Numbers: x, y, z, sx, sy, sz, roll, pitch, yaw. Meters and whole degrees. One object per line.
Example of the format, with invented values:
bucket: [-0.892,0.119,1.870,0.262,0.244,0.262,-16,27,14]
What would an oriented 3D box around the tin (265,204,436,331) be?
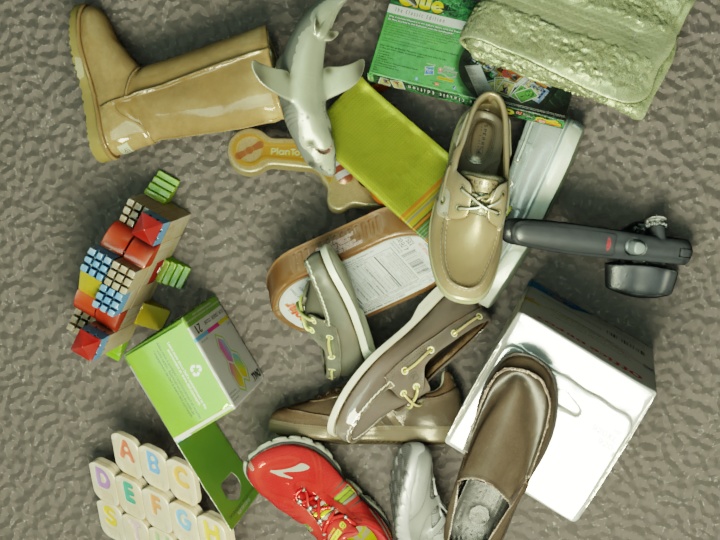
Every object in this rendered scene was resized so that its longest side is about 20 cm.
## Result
tin: [0.000,0.000,1.636,0.198,0.042,0.112,-24,137,17]

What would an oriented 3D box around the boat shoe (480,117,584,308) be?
boat shoe: [0.149,-0.065,1.629,0.071,0.070,0.203,27,96,10]

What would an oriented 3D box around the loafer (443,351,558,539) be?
loafer: [0.123,0.172,1.456,0.072,0.071,0.202,16,102,8]

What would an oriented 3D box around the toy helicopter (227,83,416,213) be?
toy helicopter: [-0.033,-0.123,1.642,0.197,0.079,0.134,3,78,0]

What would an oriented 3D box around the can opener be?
can opener: [0.229,-0.024,1.586,0.198,0.063,0.080,11,82,-24]

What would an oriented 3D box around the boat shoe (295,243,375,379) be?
boat shoe: [-0.028,0.046,1.599,0.060,0.202,0.073,-18,57,2]

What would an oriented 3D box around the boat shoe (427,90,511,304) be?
boat shoe: [0.106,-0.070,1.541,0.071,0.065,0.202,11,69,-2]

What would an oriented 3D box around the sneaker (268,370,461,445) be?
sneaker: [0.005,0.138,1.688,0.197,0.070,0.077,1,80,6]

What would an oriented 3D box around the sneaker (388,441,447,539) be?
sneaker: [0.074,0.258,1.677,0.081,0.075,0.202,-7,118,-2]

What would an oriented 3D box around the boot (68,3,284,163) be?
boot: [-0.182,-0.207,1.656,0.198,0.066,0.177,-15,80,11]

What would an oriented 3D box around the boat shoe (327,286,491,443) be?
boat shoe: [0.048,0.097,1.626,0.059,0.072,0.200,36,68,20]

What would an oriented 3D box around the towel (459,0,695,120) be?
towel: [0.208,-0.241,1.583,0.198,0.037,0.150,22,77,9]

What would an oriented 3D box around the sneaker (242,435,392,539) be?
sneaker: [-0.031,0.238,1.653,0.199,0.085,0.077,39,101,-28]

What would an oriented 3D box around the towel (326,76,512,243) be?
towel: [0.047,-0.096,1.588,0.200,0.018,0.086,42,68,9]

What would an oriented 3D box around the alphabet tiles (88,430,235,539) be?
alphabet tiles: [-0.202,0.264,1.697,0.198,0.015,0.198,19,127,35]

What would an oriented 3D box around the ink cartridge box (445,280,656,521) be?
ink cartridge box: [0.184,0.119,1.575,0.146,0.200,0.146,30,101,5]

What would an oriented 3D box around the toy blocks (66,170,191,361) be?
toy blocks: [-0.241,0.004,1.668,0.099,0.137,0.202,28,101,5]

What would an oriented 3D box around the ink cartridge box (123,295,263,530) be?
ink cartridge box: [-0.139,0.139,1.663,0.075,0.148,0.201,-31,93,11]

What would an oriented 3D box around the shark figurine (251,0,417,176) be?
shark figurine: [-0.045,-0.213,1.581,0.127,0.089,0.217,29,77,-25]

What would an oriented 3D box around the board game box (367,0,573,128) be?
board game box: [0.115,-0.210,1.613,0.198,0.023,0.106,15,74,8]
